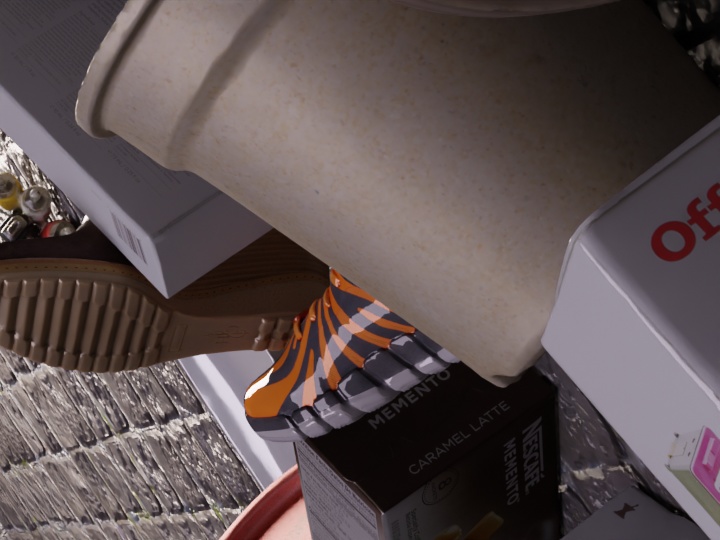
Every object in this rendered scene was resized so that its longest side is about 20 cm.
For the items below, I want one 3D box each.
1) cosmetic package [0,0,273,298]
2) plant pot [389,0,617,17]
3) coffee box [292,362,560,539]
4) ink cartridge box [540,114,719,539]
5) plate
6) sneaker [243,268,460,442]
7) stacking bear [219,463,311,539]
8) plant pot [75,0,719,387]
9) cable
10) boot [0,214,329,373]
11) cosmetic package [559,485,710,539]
[{"bbox_3d":[-0.093,-0.096,1.119,0.200,0.151,0.052,44,160,33],"label":"cosmetic package"},{"bbox_3d":[0.026,-0.166,0.674,0.200,0.200,0.174,58,172,-6],"label":"plant pot"},{"bbox_3d":[0.039,0.126,1.224,0.080,0.114,0.200,43,156,32],"label":"coffee box"},{"bbox_3d":[0.172,0.037,0.697,0.200,0.144,0.085,50,162,16],"label":"ink cartridge box"},{"bbox_3d":[-0.055,0.089,1.515,0.200,0.032,0.200,58,161,-5],"label":"plate"},{"bbox_3d":[0.000,0.000,1.081,0.200,0.078,0.112,-31,99,35],"label":"sneaker"},{"bbox_3d":[0.023,0.210,1.391,0.200,0.114,0.121,45,164,-22],"label":"stacking bear"},{"bbox_3d":[0.031,-0.066,0.847,0.183,0.201,0.201,42,160,4],"label":"plant pot"},{"bbox_3d":[-0.254,-0.035,1.823,0.097,0.050,0.200,40,175,-7],"label":"cable"},{"bbox_3d":[-0.115,-0.033,1.161,0.072,0.199,0.167,-59,38,42],"label":"boot"},{"bbox_3d":[0.159,0.214,1.138,0.102,0.074,0.200,33,152,50],"label":"cosmetic package"}]
